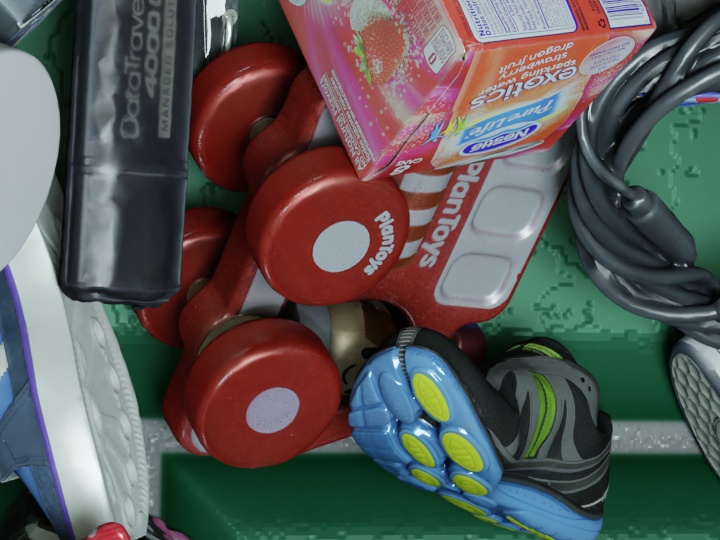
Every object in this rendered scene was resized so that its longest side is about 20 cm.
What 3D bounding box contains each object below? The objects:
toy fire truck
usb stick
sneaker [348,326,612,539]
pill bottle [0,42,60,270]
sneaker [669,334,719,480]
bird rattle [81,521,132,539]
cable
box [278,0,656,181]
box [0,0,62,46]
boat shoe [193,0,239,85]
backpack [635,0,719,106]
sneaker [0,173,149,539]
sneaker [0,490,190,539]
[{"bbox_3d":[0.000,0.000,0.988,0.167,0.112,0.201,6,120,-30],"label":"toy fire truck"},{"bbox_3d":[-0.094,-0.084,0.933,0.055,0.033,0.202,3,92,-30],"label":"usb stick"},{"bbox_3d":[0.057,0.062,0.993,0.070,0.199,0.083,9,75,32],"label":"sneaker"},{"bbox_3d":[-0.227,-0.066,0.897,0.199,0.113,0.114,18,90,21],"label":"pill bottle"},{"bbox_3d":[0.252,0.074,1.067,0.146,0.077,0.203,-42,91,-14],"label":"sneaker"},{"bbox_3d":[-0.133,0.201,0.866,0.199,0.112,0.164,-20,86,-43],"label":"bird rattle"},{"bbox_3d":[0.170,-0.033,0.965,0.199,0.051,0.163,22,133,-20],"label":"cable"},{"bbox_3d":[0.020,-0.147,0.909,0.099,0.096,0.201,-11,66,-34],"label":"box"},{"bbox_3d":[-0.205,-0.170,0.920,0.200,0.158,0.051,47,71,-9],"label":"box"},{"bbox_3d":[-0.068,-0.155,0.991,0.068,0.074,0.201,8,86,-19],"label":"boat shoe"},{"bbox_3d":[0.139,-0.166,0.991,0.198,0.154,0.192,1,86,-3],"label":"backpack"},{"bbox_3d":[-0.183,0.046,0.966,0.145,0.081,0.201,-18,85,10],"label":"sneaker"},{"bbox_3d":[-0.082,0.177,1.009,0.199,0.080,0.087,33,98,-5],"label":"sneaker"}]
